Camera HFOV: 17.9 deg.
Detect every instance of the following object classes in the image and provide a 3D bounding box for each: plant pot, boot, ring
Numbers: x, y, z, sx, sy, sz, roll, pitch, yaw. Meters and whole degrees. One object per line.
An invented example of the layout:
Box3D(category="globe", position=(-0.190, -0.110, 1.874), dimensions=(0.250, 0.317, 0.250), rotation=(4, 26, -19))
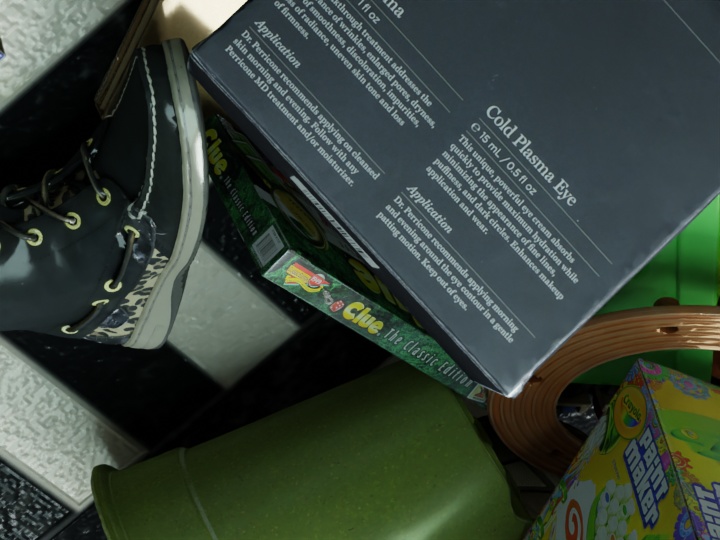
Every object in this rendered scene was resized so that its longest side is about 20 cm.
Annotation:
Box3D(category="plant pot", position=(-0.011, 0.141, 1.212), dimensions=(0.190, 0.200, 0.200), rotation=(-31, 129, 2))
Box3D(category="boot", position=(-0.157, -0.028, 1.097), dimensions=(0.153, 0.074, 0.204), rotation=(-2, 143, -16))
Box3D(category="ring", position=(0.164, 0.065, 1.164), dimensions=(0.200, 0.019, 0.201), rotation=(2, 149, 1))

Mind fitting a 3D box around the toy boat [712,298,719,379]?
Box3D(category="toy boat", position=(0.246, 0.038, 1.285), dimensions=(0.130, 0.130, 0.201), rotation=(3, 116, 33))

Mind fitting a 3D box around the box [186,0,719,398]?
Box3D(category="box", position=(0.056, -0.080, 0.997), dimensions=(0.182, 0.104, 0.200), rotation=(-42, 94, -3))

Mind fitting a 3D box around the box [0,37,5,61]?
Box3D(category="box", position=(-0.277, -0.070, 1.068), dimensions=(0.200, 0.032, 0.121), rotation=(-44, 126, 13))

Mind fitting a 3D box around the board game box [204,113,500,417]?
Box3D(category="board game box", position=(0.000, 0.000, 1.149), dimensions=(0.023, 0.105, 0.200), rotation=(-41, 139, 15))

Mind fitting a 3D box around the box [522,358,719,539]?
Box3D(category="box", position=(0.153, 0.187, 1.085), dimensions=(0.122, 0.200, 0.193), rotation=(20, 118, -17))

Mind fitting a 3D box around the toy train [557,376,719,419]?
Box3D(category="toy train", position=(0.158, 0.071, 1.327), dimensions=(0.199, 0.034, 0.046), rotation=(6, 134, -24))

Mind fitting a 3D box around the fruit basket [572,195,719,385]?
Box3D(category="fruit basket", position=(0.172, -0.041, 1.160), dimensions=(0.215, 0.156, 0.216), rotation=(-8, 132, -9))

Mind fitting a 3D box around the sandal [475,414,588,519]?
Box3D(category="sandal", position=(0.046, 0.133, 1.313), dimensions=(0.200, 0.055, 0.082), rotation=(-24, 97, 16))

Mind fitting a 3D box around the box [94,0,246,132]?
Box3D(category="box", position=(-0.010, -0.118, 1.134), dimensions=(0.199, 0.021, 0.164), rotation=(15, 119, -28))
